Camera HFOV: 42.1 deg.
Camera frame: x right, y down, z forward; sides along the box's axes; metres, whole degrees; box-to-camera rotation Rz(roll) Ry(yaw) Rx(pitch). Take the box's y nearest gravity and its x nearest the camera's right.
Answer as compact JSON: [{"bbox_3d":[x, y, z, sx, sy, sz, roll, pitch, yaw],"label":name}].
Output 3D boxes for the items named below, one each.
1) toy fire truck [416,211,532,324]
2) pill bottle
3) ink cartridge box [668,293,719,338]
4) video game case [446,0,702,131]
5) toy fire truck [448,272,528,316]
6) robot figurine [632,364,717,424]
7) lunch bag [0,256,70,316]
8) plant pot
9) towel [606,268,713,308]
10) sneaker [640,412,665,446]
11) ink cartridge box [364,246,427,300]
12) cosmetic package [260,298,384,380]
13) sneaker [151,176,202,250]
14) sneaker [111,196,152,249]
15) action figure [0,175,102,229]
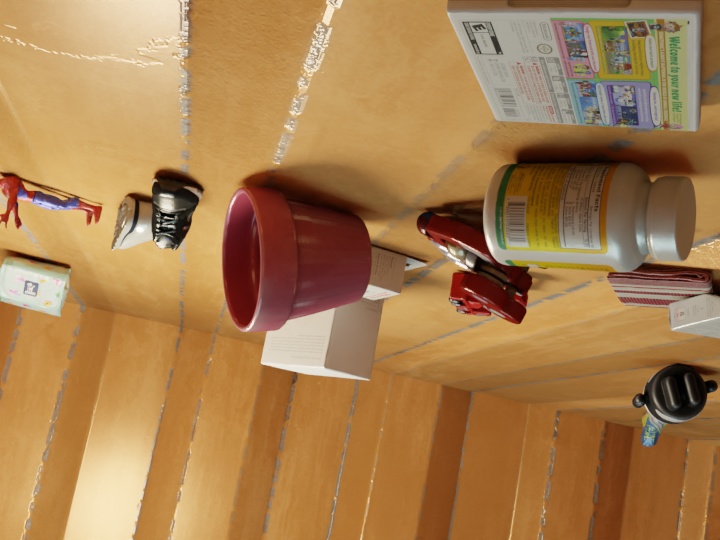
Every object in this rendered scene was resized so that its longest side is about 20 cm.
[{"bbox_3d":[0.158,-0.021,1.275,0.167,0.113,0.200,26,176,31],"label":"toy fire truck"},{"bbox_3d":[0.239,-0.057,0.977,0.198,0.114,0.112,3,166,33],"label":"pill bottle"},{"bbox_3d":[0.574,0.059,1.346,0.161,0.058,0.200,10,158,-27],"label":"ink cartridge box"},{"bbox_3d":[0.179,-0.165,0.751,0.180,0.022,0.200,7,167,21],"label":"video game case"},{"bbox_3d":[0.226,0.043,1.611,0.139,0.049,0.200,7,168,17],"label":"toy fire truck"},{"bbox_3d":[0.697,0.274,2.080,0.149,0.126,0.200,27,172,13],"label":"robot figurine"},{"bbox_3d":[-0.842,0.033,2.418,0.168,0.123,0.200,16,159,-13],"label":"lunch bag"},{"bbox_3d":[-0.089,-0.017,1.336,0.177,0.203,0.200,-1,174,-25],"label":"plant pot"},{"bbox_3d":[0.452,0.028,1.398,0.142,0.023,0.200,4,168,23],"label":"towel"},{"bbox_3d":[0.941,0.511,2.991,0.075,0.106,0.200,8,168,12],"label":"sneaker"},{"bbox_3d":[0.000,0.000,1.579,0.198,0.069,0.115,16,168,-21],"label":"ink cartridge box"},{"bbox_3d":[-0.068,0.093,1.758,0.122,0.203,0.198,21,166,-39],"label":"cosmetic package"},{"bbox_3d":[-0.285,-0.079,1.431,0.075,0.089,0.200,12,168,-4],"label":"sneaker"},{"bbox_3d":[-0.379,-0.073,1.605,0.080,0.077,0.200,6,173,-23],"label":"sneaker"},{"bbox_3d":[-0.551,-0.097,1.594,0.199,0.100,0.065,22,163,-34],"label":"action figure"}]
